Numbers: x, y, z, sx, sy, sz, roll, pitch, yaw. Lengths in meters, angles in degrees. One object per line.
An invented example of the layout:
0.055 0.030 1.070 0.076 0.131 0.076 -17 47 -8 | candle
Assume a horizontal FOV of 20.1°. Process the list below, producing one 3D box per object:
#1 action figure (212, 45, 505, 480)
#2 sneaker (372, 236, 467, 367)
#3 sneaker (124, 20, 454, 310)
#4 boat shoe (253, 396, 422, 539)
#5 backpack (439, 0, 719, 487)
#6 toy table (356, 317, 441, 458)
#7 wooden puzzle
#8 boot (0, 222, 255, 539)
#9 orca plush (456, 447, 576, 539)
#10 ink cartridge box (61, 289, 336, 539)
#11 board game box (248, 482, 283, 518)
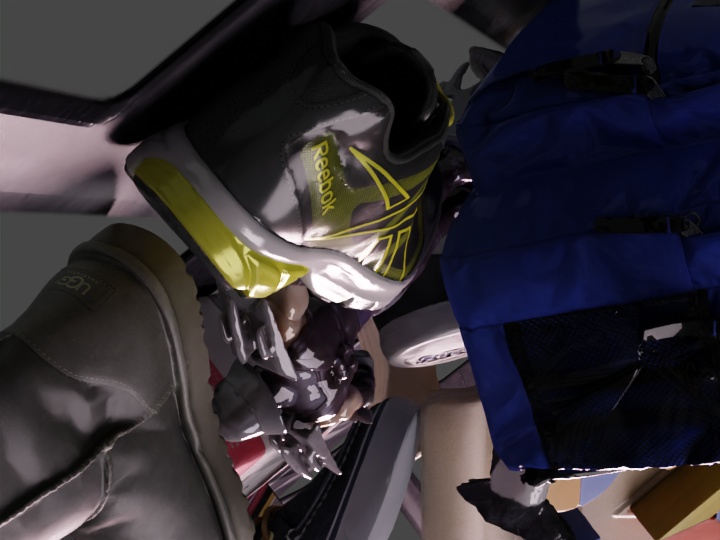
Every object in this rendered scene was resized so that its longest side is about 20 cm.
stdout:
0.000 0.000 0.817 0.200 0.069 0.130 -46 153 -21 | action figure
0.090 -0.030 0.959 0.200 0.112 0.073 -11 165 -23 | sneaker
0.002 -0.036 0.672 0.085 0.075 0.200 -40 173 16 | sneaker
-0.044 0.139 0.971 0.200 0.091 0.071 -67 170 10 | boat shoe
0.142 -0.021 0.708 0.200 0.168 0.163 -5 -150 27 | backpack
0.039 0.021 1.073 0.184 0.117 0.200 -32 172 -37 | toy table
0.129 0.102 1.006 0.200 0.046 0.185 -17 136 -15 | wooden puzzle
-0.128 0.095 0.652 0.073 0.182 0.200 11 -144 36 | boot
0.122 0.034 0.894 0.071 0.105 0.200 -15 126 -51 | orca plush
-0.100 0.084 0.915 0.146 0.083 0.200 -40 173 13 | ink cartridge box
-0.134 0.161 1.042 0.200 0.136 0.035 -35 173 -11 | board game box
